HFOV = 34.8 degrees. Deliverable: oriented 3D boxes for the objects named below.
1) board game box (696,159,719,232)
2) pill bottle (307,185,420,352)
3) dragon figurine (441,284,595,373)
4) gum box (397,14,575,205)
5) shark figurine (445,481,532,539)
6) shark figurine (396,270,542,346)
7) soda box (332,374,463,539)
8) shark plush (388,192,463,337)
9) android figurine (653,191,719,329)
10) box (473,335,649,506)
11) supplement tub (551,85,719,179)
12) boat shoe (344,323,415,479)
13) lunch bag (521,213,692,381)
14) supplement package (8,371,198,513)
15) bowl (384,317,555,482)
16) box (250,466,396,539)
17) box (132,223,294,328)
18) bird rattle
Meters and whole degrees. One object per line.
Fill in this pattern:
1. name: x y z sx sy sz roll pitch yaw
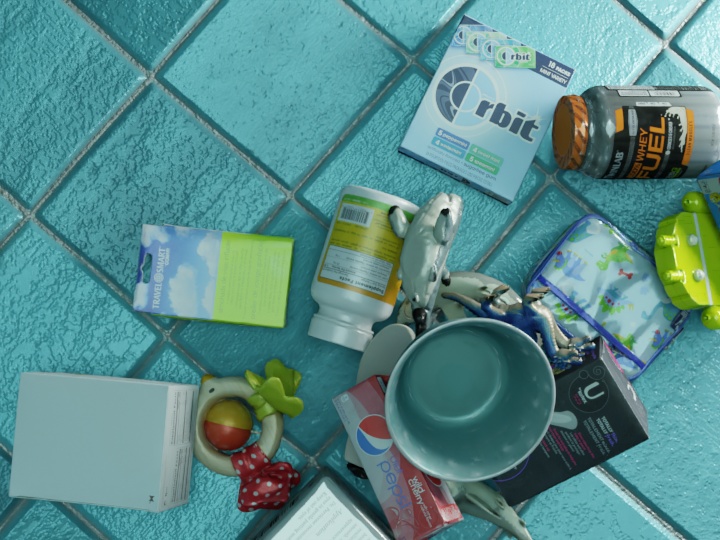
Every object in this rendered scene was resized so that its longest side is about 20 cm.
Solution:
1. board game box: 0.553 -0.082 1.487 0.200 0.056 0.196 -32 102 -25
2. pill bottle: 0.000 0.000 1.491 0.111 0.111 0.201 18 86 -1
3. dragon figurine: 0.188 0.073 1.429 0.199 0.059 0.100 1 104 23
4. gum box: 0.169 -0.215 1.543 0.170 0.045 0.200 27 85 0
5. shark figurine: 0.153 0.324 1.498 0.214 0.128 0.090 39 112 -11
6. shark figurine: 0.161 0.031 1.508 0.214 0.089 0.129 13 110 17
7. soda box: 0.044 0.229 1.392 0.070 0.063 0.200 -32 72 17
8. shark plush: 0.096 0.000 1.429 0.091 0.083 0.201 -9 78 35
9. android figurine: 0.449 -0.013 1.486 0.200 0.041 0.183 4 75 -38
10. box: 0.248 0.190 1.456 0.200 0.106 0.122 -30 94 17
11. supplement tub: 0.359 -0.180 1.500 0.199 0.123 0.123 -1 86 -7
12. boat shoe: 0.038 0.168 1.488 0.075 0.093 0.201 18 91 25
13. lunch bag: 0.323 0.039 1.515 0.200 0.082 0.161 42 89 2
14. supplement package: -0.321 0.212 1.448 0.199 0.111 0.156 4 86 11
15. bowl: 0.121 0.138 1.364 0.200 0.105 0.201 -2 104 -7
16. box: -0.053 0.374 1.422 0.199 0.200 0.171 -45 86 -5
17. box: -0.192 0.007 1.516 0.199 0.048 0.122 6 85 -1
18. bird rattle: -0.148 0.213 1.500 0.163 0.113 0.201 13 98 11
